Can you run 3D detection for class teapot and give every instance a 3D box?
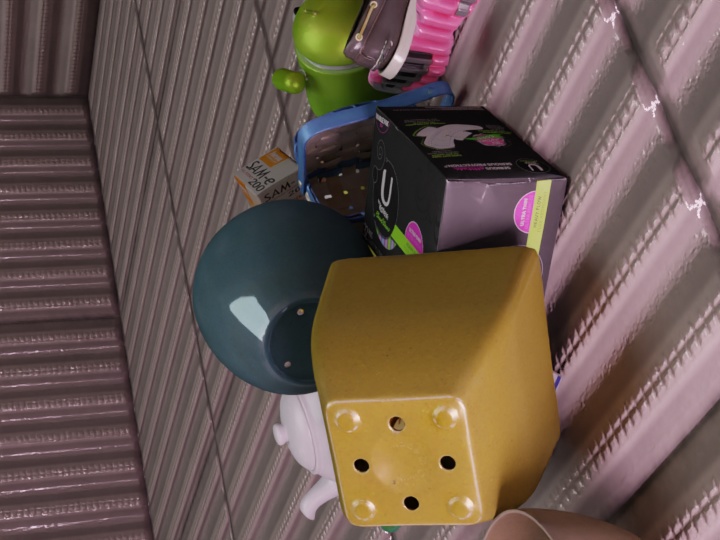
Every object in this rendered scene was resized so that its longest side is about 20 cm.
[{"bbox_3d":[-0.037,0.172,1.590,0.198,0.144,0.202,112,141,-65],"label":"teapot"}]

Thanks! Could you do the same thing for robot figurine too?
[{"bbox_3d":[-0.014,-0.243,1.515,0.116,0.174,0.201,53,167,34],"label":"robot figurine"}]

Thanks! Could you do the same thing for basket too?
[{"bbox_3d":[0.007,-0.123,1.436,0.200,0.174,0.140,112,139,-64],"label":"basket"}]

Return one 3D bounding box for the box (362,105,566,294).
[{"bbox_3d":[0.093,-0.058,1.272,0.200,0.123,0.150,-125,37,-59],"label":"box"}]

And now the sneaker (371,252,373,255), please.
[{"bbox_3d":[-0.017,0.032,1.439,0.076,0.084,0.201,3,132,46],"label":"sneaker"}]

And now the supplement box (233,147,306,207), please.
[{"bbox_3d":[-0.076,-0.047,1.698,0.201,0.073,0.126,62,171,-23],"label":"supplement box"}]

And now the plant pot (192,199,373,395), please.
[{"bbox_3d":[-0.064,0.046,1.328,0.135,0.197,0.203,-123,35,-65],"label":"plant pot"}]

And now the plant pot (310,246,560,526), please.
[{"bbox_3d":[0.054,0.113,1.117,0.200,0.193,0.197,-58,-39,-62],"label":"plant pot"}]

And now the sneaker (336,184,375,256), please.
[{"bbox_3d":[0.000,0.000,1.535,0.076,0.104,0.202,83,167,-65],"label":"sneaker"}]

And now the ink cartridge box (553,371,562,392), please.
[{"bbox_3d":[0.097,0.097,1.271,0.199,0.039,0.100,30,104,24],"label":"ink cartridge box"}]

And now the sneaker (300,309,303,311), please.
[{"bbox_3d":[-0.048,0.036,1.581,0.077,0.199,0.073,-51,59,11],"label":"sneaker"}]

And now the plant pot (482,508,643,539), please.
[{"bbox_3d":[0.188,0.281,1.025,0.200,0.133,0.203,177,90,-70],"label":"plant pot"}]

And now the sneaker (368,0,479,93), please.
[{"bbox_3d":[0.065,-0.275,1.405,0.200,0.078,0.096,-53,36,45],"label":"sneaker"}]

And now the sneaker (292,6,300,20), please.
[{"bbox_3d":[-0.043,-0.273,1.729,0.201,0.075,0.093,-108,16,-55],"label":"sneaker"}]

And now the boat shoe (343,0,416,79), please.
[{"bbox_3d":[0.029,-0.294,1.325,0.072,0.060,0.204,142,143,-62],"label":"boat shoe"}]

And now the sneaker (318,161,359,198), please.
[{"bbox_3d":[-0.023,-0.126,1.671,0.200,0.073,0.081,-163,74,-69],"label":"sneaker"}]

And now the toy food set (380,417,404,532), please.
[{"bbox_3d":[0.026,0.170,1.385,0.198,0.048,0.202,-42,56,54],"label":"toy food set"}]
